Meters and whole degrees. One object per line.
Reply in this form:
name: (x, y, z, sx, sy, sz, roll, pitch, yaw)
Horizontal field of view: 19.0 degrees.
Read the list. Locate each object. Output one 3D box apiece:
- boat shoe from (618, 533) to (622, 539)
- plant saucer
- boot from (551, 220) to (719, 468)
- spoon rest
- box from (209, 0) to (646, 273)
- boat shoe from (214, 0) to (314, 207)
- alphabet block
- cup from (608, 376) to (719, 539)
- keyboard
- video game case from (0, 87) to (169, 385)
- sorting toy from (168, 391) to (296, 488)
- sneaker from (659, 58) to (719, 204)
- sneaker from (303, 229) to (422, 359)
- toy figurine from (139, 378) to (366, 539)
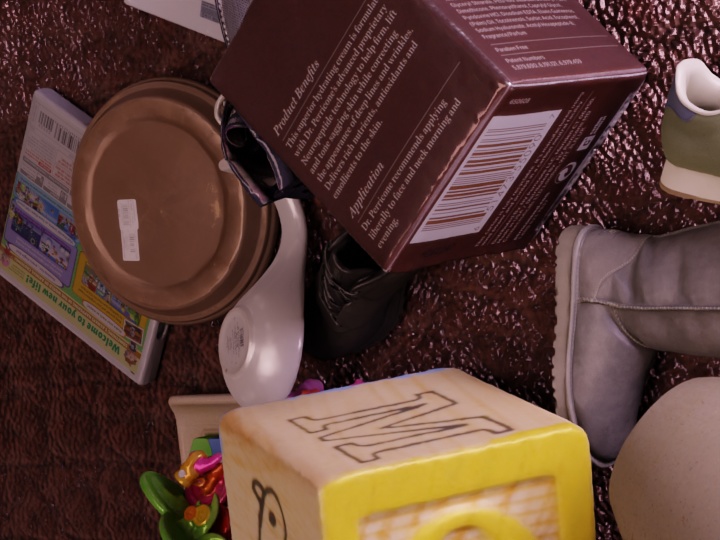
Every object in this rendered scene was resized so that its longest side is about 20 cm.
boat shoe: (0.251, 0.220, 1.409, 0.200, 0.073, 0.065, 42, 139, 28)
plant saucer: (-0.154, -0.053, 1.712, 0.200, 0.029, 0.200, 6, 101, 30)
boot: (0.221, 0.048, 1.397, 0.200, 0.073, 0.182, 2, 104, 36)
spoon rest: (-0.070, 0.011, 1.622, 0.099, 0.061, 0.200, -23, 66, 57)
box: (0.044, -0.130, 1.434, 0.200, 0.164, 0.166, 49, 124, 23)
boat shoe: (-0.074, -0.140, 1.589, 0.075, 0.093, 0.200, -38, 78, 46)
alphabet block: (0.033, 0.189, 1.466, 0.200, 0.196, 0.195, -159, 60, -66)
cup: (0.236, 0.145, 1.309, 0.143, 0.200, 0.200, 35, 123, 34)
keyboard: (-0.115, -0.209, 1.680, 0.200, 0.011, 0.056, 25, 122, 37)
video game case: (-0.224, -0.030, 1.817, 0.200, 0.022, 0.182, 35, 122, 31)
sorting toy: (-0.081, 0.196, 1.729, 0.185, 0.036, 0.200, -5, 97, 43)
sneaker: (0.264, -0.083, 1.313, 0.200, 0.067, 0.090, 13, 115, 44)
sneaker: (0.000, 0.000, 1.567, 0.076, 0.091, 0.200, 53, 132, 17)
toy figurine: (-0.049, 0.155, 1.624, 0.184, 0.150, 0.200, -48, 51, 6)
